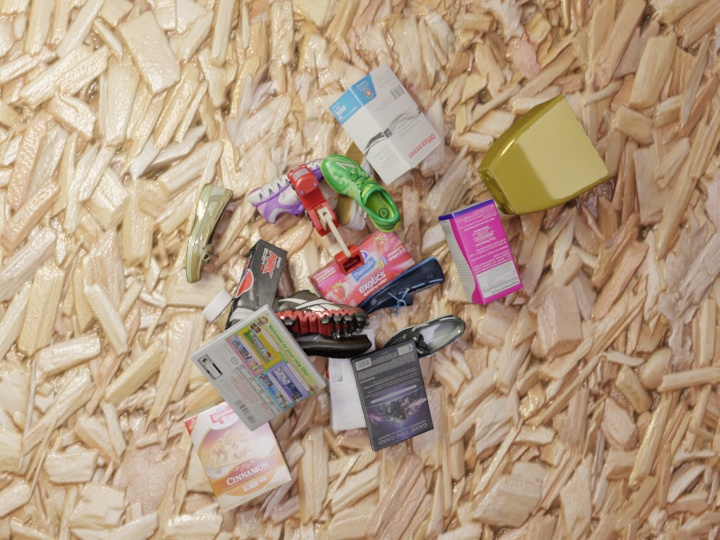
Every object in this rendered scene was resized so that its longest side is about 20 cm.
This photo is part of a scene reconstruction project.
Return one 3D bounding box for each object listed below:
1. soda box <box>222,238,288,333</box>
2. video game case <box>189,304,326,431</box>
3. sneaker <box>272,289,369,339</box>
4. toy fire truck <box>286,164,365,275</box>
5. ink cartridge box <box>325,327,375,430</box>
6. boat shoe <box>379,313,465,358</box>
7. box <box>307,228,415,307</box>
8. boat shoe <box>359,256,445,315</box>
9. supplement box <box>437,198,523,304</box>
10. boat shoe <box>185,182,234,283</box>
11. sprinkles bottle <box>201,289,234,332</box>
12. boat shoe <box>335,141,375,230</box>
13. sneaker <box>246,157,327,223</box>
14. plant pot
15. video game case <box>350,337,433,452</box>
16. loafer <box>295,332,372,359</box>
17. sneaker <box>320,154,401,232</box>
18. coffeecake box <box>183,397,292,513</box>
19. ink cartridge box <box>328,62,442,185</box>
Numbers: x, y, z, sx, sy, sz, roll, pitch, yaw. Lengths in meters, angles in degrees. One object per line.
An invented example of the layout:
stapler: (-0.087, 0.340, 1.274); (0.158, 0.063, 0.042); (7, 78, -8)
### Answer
soda box: (-0.207, 0.044, 1.382); (0.070, 0.063, 0.202); (24, 61, -20)
video game case: (-0.191, 0.188, 1.326); (0.181, 0.022, 0.201); (-32, 110, 9)
sneaker: (-0.082, 0.080, 1.359); (0.197, 0.071, 0.099); (-2, 46, -3)
toy fire truck: (-0.069, -0.101, 1.363); (0.048, 0.141, 0.202); (-30, 118, -6)
ink cartridge box: (-0.017, 0.225, 1.469); (0.107, 0.050, 0.203); (-5, 90, -10)
boat shoe: (0.131, 0.148, 1.491); (0.198, 0.060, 0.076); (-30, 96, -9)
box: (0.000, 0.000, 1.447); (0.199, 0.095, 0.100); (-34, 96, -9)
boat shoe: (0.093, 0.044, 1.471); (0.198, 0.084, 0.069); (-31, 84, -7)
supplement box: (0.255, -0.039, 1.494); (0.102, 0.101, 0.203); (-20, 95, -11)
boat shoe: (-0.304, -0.071, 1.402); (0.062, 0.073, 0.204); (12, 81, -6)
sprinkles bottle: (-0.227, 0.129, 1.417); (0.200, 0.068, 0.068); (44, 83, -8)
boat shoe: (-0.001, -0.182, 1.467); (0.069, 0.070, 0.203); (19, 78, -37)
sneaker: (-0.130, -0.161, 1.436); (0.198, 0.080, 0.089); (-29, 102, -5)
plant pot: (0.365, -0.218, 1.477); (0.199, 0.194, 0.197); (-35, 96, 0)
video game case: (0.067, 0.257, 1.448); (0.141, 0.019, 0.203); (-16, 101, -17)
loafer: (-0.073, 0.132, 1.399); (0.197, 0.073, 0.072); (3, 67, -13)
sneaker: (0.008, -0.161, 1.376); (0.200, 0.084, 0.074); (41, 79, 1)
coffeecake box: (-0.246, 0.354, 1.413); (0.152, 0.073, 0.202); (-23, 94, -9)
ink cartridge box: (0.054, -0.299, 1.433); (0.201, 0.083, 0.145); (52, 47, -7)
